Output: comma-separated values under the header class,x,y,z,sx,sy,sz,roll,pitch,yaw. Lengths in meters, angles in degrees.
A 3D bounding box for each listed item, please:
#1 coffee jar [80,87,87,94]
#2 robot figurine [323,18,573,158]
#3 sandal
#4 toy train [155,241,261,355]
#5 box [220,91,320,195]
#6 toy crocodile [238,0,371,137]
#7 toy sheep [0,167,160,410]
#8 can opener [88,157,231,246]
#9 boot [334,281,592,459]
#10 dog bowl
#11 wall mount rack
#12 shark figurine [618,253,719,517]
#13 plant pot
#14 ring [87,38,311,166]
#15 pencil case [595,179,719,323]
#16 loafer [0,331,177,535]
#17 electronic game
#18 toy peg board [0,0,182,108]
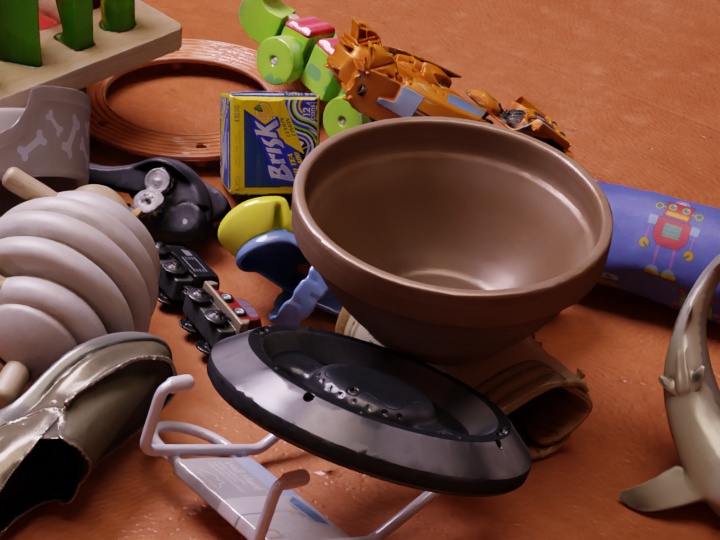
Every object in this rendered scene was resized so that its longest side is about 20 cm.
class,x,y,z,sx,sy,sz,roll,pitch,yaw
coffee jar,-0.294,-0.157,1.868,0.104,0.086,0.200,-18,38,-32
robot figurine,0.074,-0.113,1.809,0.199,0.059,0.145,24,15,-18
sandal,0.000,0.000,1.677,0.198,0.080,0.088,-3,65,-25
toy train,-0.091,0.036,1.630,0.045,0.034,0.200,0,28,-32
box,-0.066,-0.092,1.729,0.064,0.071,0.200,0,4,-6
toy crocodile,-0.017,-0.153,1.897,0.200,0.062,0.067,42,34,23
toy sheep,-0.197,0.017,1.555,0.137,0.139,0.201,13,46,13
can opener,-0.194,-0.054,1.752,0.198,0.079,0.064,9,70,12
boot,0.102,0.050,1.597,0.199,0.073,0.155,-14,40,-41
dog bowl,-0.275,-0.069,1.656,0.198,0.059,0.200,-13,-8,-2
wall mount rack,-0.030,0.114,1.470,0.173,0.075,0.200,1,26,-46
shark figurine,0.227,0.080,1.538,0.127,0.216,0.089,-14,-19,25
plant pot,0.053,-0.006,1.522,0.199,0.093,0.201,5,33,-3
ring,-0.135,-0.131,1.913,0.199,0.019,0.201,3,31,-2
pencil case,0.221,-0.009,1.703,0.199,0.087,0.078,16,64,18
loafer,-0.178,0.107,1.465,0.069,0.076,0.200,30,49,33
electronic game,0.005,0.082,1.424,0.198,0.042,0.200,18,13,-4
toy peg board,-0.267,-0.212,1.787,0.199,0.098,0.199,-26,43,-36
